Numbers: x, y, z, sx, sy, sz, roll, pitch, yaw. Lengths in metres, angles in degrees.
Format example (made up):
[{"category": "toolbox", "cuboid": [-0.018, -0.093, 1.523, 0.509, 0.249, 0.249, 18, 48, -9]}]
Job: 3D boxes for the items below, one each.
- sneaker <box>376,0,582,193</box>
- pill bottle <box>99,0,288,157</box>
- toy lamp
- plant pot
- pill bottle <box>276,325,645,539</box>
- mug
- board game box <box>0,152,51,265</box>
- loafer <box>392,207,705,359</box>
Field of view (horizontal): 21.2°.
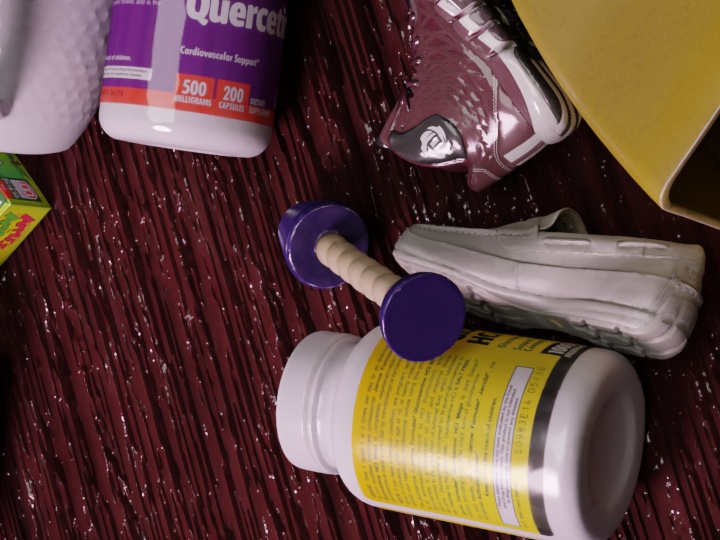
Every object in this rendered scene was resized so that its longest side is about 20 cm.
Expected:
[{"category": "sneaker", "cuboid": [0.036, -0.133, 1.170, 0.115, 0.076, 0.201, -42, 69, 24]}, {"category": "pill bottle", "cuboid": [-0.101, -0.177, 1.226, 0.112, 0.112, 0.201, 8, 92, 29]}, {"category": "toy lamp", "cuboid": [0.000, 0.000, 1.144, 0.200, 0.058, 0.059, 39, 110, 62]}, {"category": "plant pot", "cuboid": [0.200, -0.145, 1.019, 0.176, 0.199, 0.201, 42, 108, 36]}, {"category": "pill bottle", "cuboid": [0.056, 0.089, 1.124, 0.199, 0.112, 0.113, 8, 91, 29]}, {"category": "mug", "cuboid": [-0.228, -0.166, 1.253, 0.147, 0.200, 0.177, 8, 105, -1]}, {"category": "board game box", "cuboid": [-0.315, -0.086, 1.381, 0.102, 0.048, 0.200, -45, 68, 20]}, {"category": "loafer", "cuboid": [0.110, -0.002, 1.130, 0.199, 0.070, 0.070, 14, 73, 33]}]
